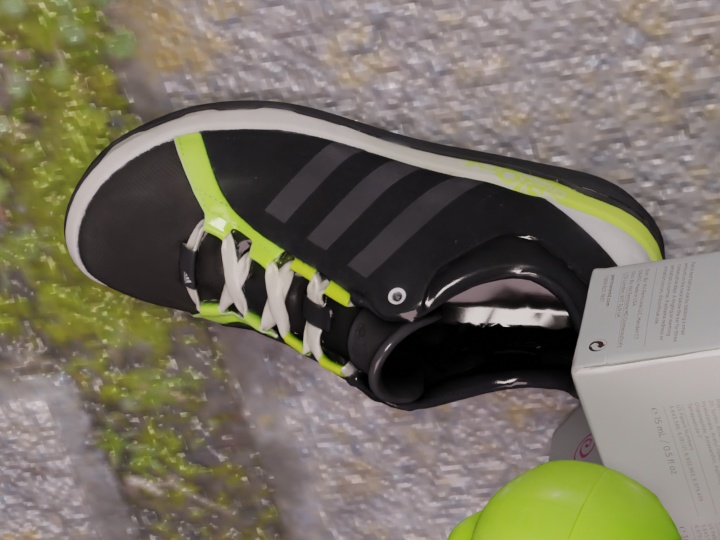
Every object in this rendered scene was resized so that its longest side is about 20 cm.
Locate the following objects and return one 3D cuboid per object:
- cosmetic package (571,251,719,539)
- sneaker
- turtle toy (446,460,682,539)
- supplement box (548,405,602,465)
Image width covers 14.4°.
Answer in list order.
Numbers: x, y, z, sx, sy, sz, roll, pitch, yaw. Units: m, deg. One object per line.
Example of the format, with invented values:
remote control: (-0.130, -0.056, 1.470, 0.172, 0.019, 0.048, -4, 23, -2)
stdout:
cosmetic package: (0.159, 0.080, 0.802, 0.151, 0.052, 0.200, -7, 125, 20)
sneaker: (0.000, 0.000, 0.884, 0.200, 0.083, 0.072, 4, 127, 9)
turtle toy: (0.112, 0.117, 0.735, 0.200, 0.146, 0.101, 38, 147, -16)
supplement box: (0.149, 0.050, 0.879, 0.103, 0.101, 0.200, 34, 127, -14)
